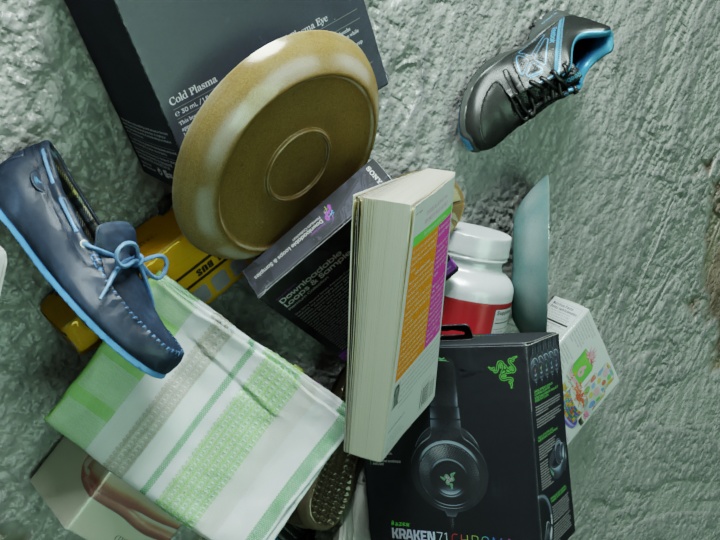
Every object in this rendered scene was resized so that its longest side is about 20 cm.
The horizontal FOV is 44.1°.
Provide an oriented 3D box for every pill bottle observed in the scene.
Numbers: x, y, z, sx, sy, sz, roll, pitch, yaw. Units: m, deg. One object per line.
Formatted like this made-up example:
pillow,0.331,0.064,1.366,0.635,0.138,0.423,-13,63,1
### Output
pill bottle,0.097,0.054,0.932,0.112,0.112,0.202,1,105,-38

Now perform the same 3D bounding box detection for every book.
book,0.036,0.030,0.700,0.133,0.048,0.202,-31,129,-62

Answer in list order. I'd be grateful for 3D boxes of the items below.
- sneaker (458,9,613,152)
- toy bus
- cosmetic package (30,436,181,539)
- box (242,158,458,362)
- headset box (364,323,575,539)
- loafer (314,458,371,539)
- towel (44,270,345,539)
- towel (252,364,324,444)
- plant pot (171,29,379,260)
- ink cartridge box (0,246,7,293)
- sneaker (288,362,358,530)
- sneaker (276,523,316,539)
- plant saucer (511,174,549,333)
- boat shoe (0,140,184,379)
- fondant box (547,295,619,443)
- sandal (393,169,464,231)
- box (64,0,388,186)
sneaker,0.181,-0.199,0.927,0.200,0.082,0.073,-48,130,-13
toy bus,-0.160,-0.002,0.741,0.200,0.065,0.079,-41,128,-20
cosmetic package,-0.171,0.137,0.767,0.201,0.087,0.103,-54,131,-9
box,0.000,0.000,0.783,0.143,0.036,0.200,-40,151,3
headset box,0.096,0.149,0.822,0.093,0.173,0.202,-6,92,-60
loafer,0.001,0.233,0.896,0.070,0.070,0.201,36,45,-24
towel,-0.120,0.116,0.687,0.200,0.031,0.150,37,82,-7
towel,-0.086,0.155,0.807,0.144,0.023,0.200,-54,171,-8
plant pot,-0.054,-0.086,0.686,0.200,0.027,0.201,-34,148,-25
ink cartridge box,-0.356,0.032,0.584,0.199,0.084,0.147,10,99,-41
sneaker,-0.029,0.155,0.881,0.070,0.075,0.201,44,58,-29
sneaker,-0.057,0.283,0.926,0.199,0.073,0.082,-4,145,-46
plant saucer,0.186,-0.004,0.978,0.201,0.038,0.203,1,90,-80
boat shoe,-0.191,-0.013,0.637,0.069,0.084,0.200,-42,88,-4
fondant box,0.225,0.155,1.107,0.200,0.058,0.145,-45,128,-16
sandal,0.012,-0.028,0.876,0.200,0.054,0.080,-42,109,0
box,-0.102,-0.191,0.692,0.199,0.104,0.183,-35,126,-24
